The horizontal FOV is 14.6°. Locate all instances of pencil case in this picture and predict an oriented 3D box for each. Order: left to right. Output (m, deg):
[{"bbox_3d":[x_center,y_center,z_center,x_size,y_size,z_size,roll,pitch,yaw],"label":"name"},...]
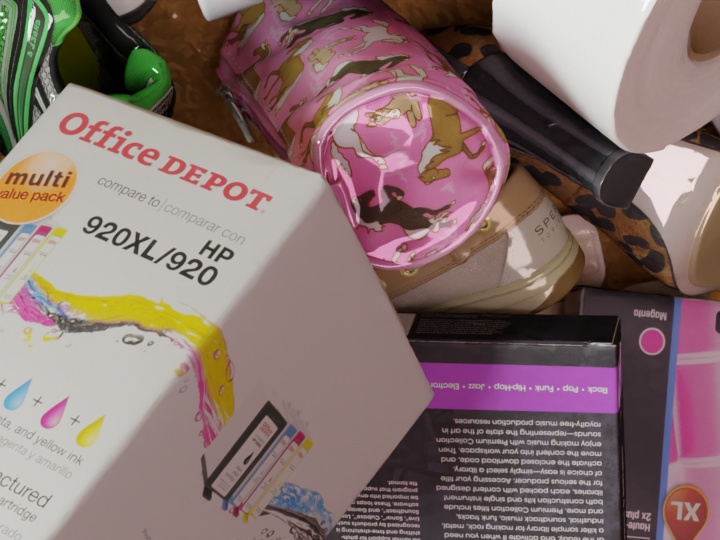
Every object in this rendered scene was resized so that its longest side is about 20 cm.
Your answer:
[{"bbox_3d":[-0.002,-0.067,1.193,0.083,0.200,0.087,33,98,-23],"label":"pencil case"}]

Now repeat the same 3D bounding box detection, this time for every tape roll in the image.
[{"bbox_3d":[0.146,-0.147,1.169,0.071,0.202,0.203,40,104,19],"label":"tape roll"}]

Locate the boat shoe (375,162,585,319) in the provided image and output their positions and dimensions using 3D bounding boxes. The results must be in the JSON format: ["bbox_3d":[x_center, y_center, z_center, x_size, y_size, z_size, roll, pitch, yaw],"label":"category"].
[{"bbox_3d":[0.000,0.000,1.268,0.199,0.074,0.067,-18,113,18],"label":"boat shoe"}]

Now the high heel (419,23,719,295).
[{"bbox_3d":[0.111,-0.057,1.311,0.072,0.142,0.200,-57,146,5],"label":"high heel"}]

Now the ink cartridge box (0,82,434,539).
[{"bbox_3d":[-0.099,0.057,1.114,0.200,0.147,0.145,-52,142,-22],"label":"ink cartridge box"}]

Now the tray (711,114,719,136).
[{"bbox_3d":[0.199,-0.112,1.312,0.107,0.022,0.200,-34,115,4],"label":"tray"}]

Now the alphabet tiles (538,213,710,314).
[{"bbox_3d":[0.084,0.078,1.327,0.195,0.015,0.201,-12,89,-9],"label":"alphabet tiles"}]

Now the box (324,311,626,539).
[{"bbox_3d":[0.048,0.114,1.253,0.142,0.036,0.201,1,114,11],"label":"box"}]

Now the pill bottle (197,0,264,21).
[{"bbox_3d":[0.011,-0.184,1.193,0.199,0.114,0.114,-21,116,-1],"label":"pill bottle"}]

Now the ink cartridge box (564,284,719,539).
[{"bbox_3d":[0.137,0.111,1.312,0.094,0.037,0.201,6,88,-10],"label":"ink cartridge box"}]

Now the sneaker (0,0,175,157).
[{"bbox_3d":[-0.113,-0.052,1.223,0.085,0.078,0.200,1,135,35],"label":"sneaker"}]

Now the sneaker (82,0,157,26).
[{"bbox_3d":[-0.140,-0.184,1.184,0.074,0.080,0.200,-27,117,-1],"label":"sneaker"}]
